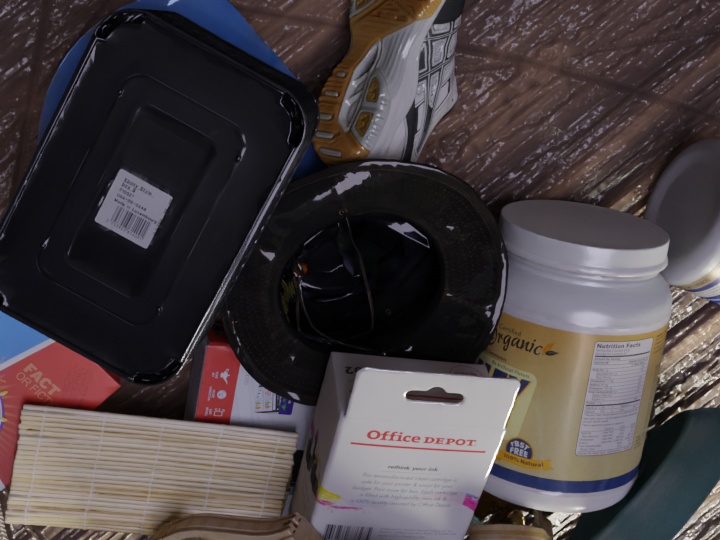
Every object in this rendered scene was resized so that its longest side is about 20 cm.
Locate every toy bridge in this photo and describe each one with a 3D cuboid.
[{"bbox_3d":[-0.119,0.209,0.909,0.200,0.027,0.067,-27,108,32],"label":"toy bridge"}]

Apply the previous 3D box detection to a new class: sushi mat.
[{"bbox_3d":[-0.147,0.148,0.915,0.200,0.012,0.096,8,106,-13],"label":"sushi mat"}]

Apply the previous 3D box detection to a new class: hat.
[{"bbox_3d":[0.000,0.000,0.896,0.200,0.081,0.201,-2,113,-4],"label":"hat"}]

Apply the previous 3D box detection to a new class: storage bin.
[{"bbox_3d":[-0.126,-0.048,0.787,0.135,0.094,0.200,29,100,-2],"label":"storage bin"}]

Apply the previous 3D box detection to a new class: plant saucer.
[{"bbox_3d":[0.219,0.174,0.990,0.036,0.200,0.200,41,96,5],"label":"plant saucer"}]

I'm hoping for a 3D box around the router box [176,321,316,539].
[{"bbox_3d":[-0.047,0.145,0.971,0.179,0.049,0.200,6,107,-16],"label":"router box"}]

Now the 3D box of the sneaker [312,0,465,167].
[{"bbox_3d":[0.035,-0.154,0.886,0.088,0.076,0.200,22,94,-50],"label":"sneaker"}]

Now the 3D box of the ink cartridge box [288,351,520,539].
[{"bbox_3d":[0.026,0.125,0.885,0.115,0.068,0.200,6,126,-14],"label":"ink cartridge box"}]

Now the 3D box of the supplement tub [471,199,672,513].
[{"bbox_3d":[0.148,0.059,0.941,0.144,0.144,0.200,2,108,-15],"label":"supplement tub"}]

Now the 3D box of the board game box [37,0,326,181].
[{"bbox_3d":[-0.118,-0.097,0.875,0.158,0.039,0.200,-43,121,1],"label":"board game box"}]

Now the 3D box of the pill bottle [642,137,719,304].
[{"bbox_3d":[0.325,-0.015,0.976,0.200,0.116,0.116,21,103,-20],"label":"pill bottle"}]

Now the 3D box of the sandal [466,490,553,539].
[{"bbox_3d":[0.117,0.188,0.981,0.077,0.212,0.070,-1,75,9],"label":"sandal"}]

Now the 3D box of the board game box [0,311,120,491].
[{"bbox_3d":[-0.293,0.089,0.892,0.200,0.040,0.153,-41,114,2],"label":"board game box"}]
